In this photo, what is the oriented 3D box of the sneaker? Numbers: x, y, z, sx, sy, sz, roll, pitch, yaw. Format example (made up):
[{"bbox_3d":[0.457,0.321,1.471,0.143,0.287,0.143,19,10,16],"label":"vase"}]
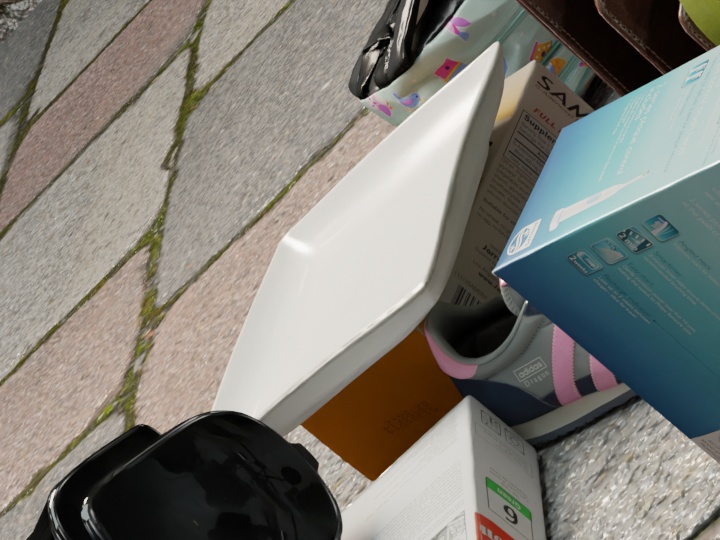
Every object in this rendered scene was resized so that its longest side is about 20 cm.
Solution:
[{"bbox_3d":[0.110,0.012,1.212,0.200,0.082,0.070,-36,22,37],"label":"sneaker"}]

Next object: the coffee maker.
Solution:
[{"bbox_3d":[-0.112,0.183,1.227,0.200,0.134,0.192,-59,4,47],"label":"coffee maker"}]

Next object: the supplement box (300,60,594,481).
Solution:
[{"bbox_3d":[0.049,-0.001,1.398,0.126,0.073,0.200,-31,26,46],"label":"supplement box"}]

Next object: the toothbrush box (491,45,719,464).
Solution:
[{"bbox_3d":[0.173,-0.014,1.006,0.200,0.146,0.085,-28,29,52],"label":"toothbrush box"}]

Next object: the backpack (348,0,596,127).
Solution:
[{"bbox_3d":[0.086,-0.155,1.537,0.200,0.126,0.167,-57,7,-17],"label":"backpack"}]

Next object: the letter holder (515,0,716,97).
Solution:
[{"bbox_3d":[0.185,-0.188,1.332,0.200,0.142,0.101,-57,19,-20],"label":"letter holder"}]

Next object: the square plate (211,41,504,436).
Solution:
[{"bbox_3d":[0.000,0.000,1.343,0.198,0.028,0.200,-42,19,38],"label":"square plate"}]

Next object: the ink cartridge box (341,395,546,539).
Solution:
[{"bbox_3d":[0.032,0.151,1.180,0.109,0.050,0.200,-44,19,19],"label":"ink cartridge box"}]

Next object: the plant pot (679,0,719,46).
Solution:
[{"bbox_3d":[0.228,-0.174,1.164,0.201,0.200,0.193,-57,7,-21],"label":"plant pot"}]
